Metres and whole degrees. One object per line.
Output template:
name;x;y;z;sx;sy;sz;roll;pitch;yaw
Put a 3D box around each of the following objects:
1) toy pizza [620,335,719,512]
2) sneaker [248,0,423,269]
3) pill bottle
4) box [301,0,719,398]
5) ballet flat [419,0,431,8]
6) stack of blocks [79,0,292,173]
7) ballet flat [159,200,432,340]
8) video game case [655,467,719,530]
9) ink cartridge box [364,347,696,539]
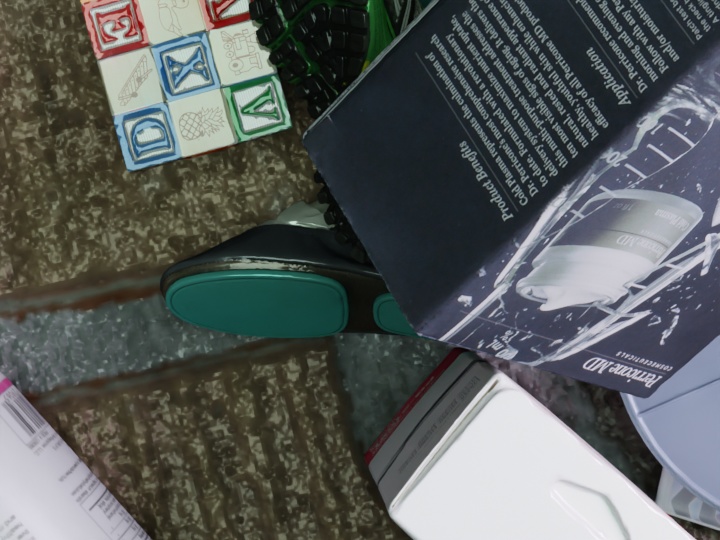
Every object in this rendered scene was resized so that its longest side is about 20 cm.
toy pizza;0.218;0.033;1.070;0.200;0.032;0.201;6;103;25
sneaker;0.006;-0.105;1.074;0.085;0.078;0.200;-26;105;-46
pill bottle;-0.160;0.156;1.089;0.113;0.113;0.200;-41;93;-1
box;0.119;-0.061;0.971;0.197;0.200;0.124;-43;57;23
ballet flat;0.082;-0.124;1.120;0.200;0.068;0.072;40;70;-2
stack of blocks;-0.088;-0.160;1.108;0.115;0.059;0.201;-15;93;-2
ballet flat;0.000;0.000;1.119;0.199;0.073;0.073;4;92;1
video game case;0.253;0.054;1.091;0.182;0.023;0.200;16;110;19
ink cartridge box;0.084;0.117;1.055;0.145;0.200;0.084;41;90;-3
